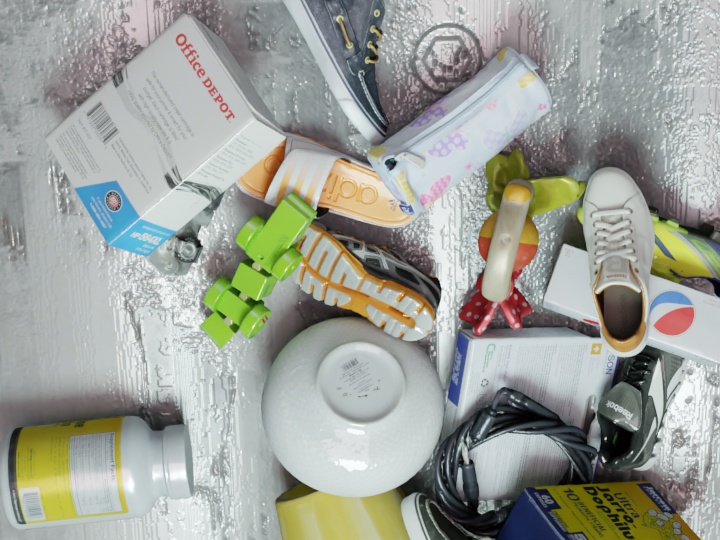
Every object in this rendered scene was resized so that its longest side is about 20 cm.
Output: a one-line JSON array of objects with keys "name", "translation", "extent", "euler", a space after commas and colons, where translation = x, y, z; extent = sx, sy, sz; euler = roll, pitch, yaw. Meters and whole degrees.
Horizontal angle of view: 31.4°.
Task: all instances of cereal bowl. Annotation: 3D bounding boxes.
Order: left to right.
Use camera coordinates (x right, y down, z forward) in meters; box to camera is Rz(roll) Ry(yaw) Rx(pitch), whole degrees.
[{"name": "cereal bowl", "translation": [-0.005, 0.135, 1.362], "extent": [0.199, 0.083, 0.201], "euler": [3, 64, -6]}]

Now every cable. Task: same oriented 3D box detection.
[{"name": "cable", "translation": [0.176, 0.227, 1.413], "extent": [0.200, 0.051, 0.164], "euler": [33, 91, -31]}]

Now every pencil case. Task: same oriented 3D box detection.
[{"name": "pencil case", "translation": [0.102, -0.146, 1.331], "extent": [0.200, 0.083, 0.091], "euler": [-37, 146, -4]}]

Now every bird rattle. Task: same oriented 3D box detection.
[{"name": "bird rattle", "translation": [0.149, -0.027, 1.351], "extent": [0.112, 0.163, 0.201], "euler": [23, 95, 11]}]

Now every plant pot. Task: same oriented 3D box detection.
[{"name": "plant pot", "translation": [-0.003, 0.318, 1.423], "extent": [0.200, 0.201, 0.190], "euler": [-23, 90, 3]}]

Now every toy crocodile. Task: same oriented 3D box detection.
[{"name": "toy crocodile", "translation": [-0.109, 0.004, 1.368], "extent": [0.067, 0.062, 0.201], "euler": [35, 111, 10]}]

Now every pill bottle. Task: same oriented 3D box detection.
[{"name": "pill bottle", "translation": [-0.287, 0.220, 1.408], "extent": [0.199, 0.112, 0.113], "euler": [-6, 106, -2]}]

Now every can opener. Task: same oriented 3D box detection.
[{"name": "can opener", "translation": [-0.177, -0.089, 1.361], "extent": [0.053, 0.067, 0.201], "euler": [22, 90, -29]}]

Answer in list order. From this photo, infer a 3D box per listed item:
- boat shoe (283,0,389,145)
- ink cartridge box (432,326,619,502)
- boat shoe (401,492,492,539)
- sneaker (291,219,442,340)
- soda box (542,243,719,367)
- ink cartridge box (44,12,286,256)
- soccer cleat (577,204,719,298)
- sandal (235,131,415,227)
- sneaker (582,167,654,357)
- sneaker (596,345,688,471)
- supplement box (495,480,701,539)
[{"name": "boat shoe", "translation": [-0.002, -0.233, 1.319], "extent": [0.091, 0.071, 0.201], "euler": [-28, 103, 9]}, {"name": "ink cartridge box", "translation": [0.188, 0.162, 1.448], "extent": [0.199, 0.043, 0.197], "euler": [1, 107, -26]}, {"name": "boat shoe", "translation": [0.121, 0.312, 1.354], "extent": [0.064, 0.071, 0.200], "euler": [-39, 83, 22]}, {"name": "sneaker", "translation": [0.000, 0.000, 1.389], "extent": [0.199, 0.077, 0.078], "euler": [33, 131, 5]}, {"name": "soda box", "translation": [0.301, 0.038, 1.384], "extent": [0.199, 0.064, 0.068], "euler": [20, 85, 9]}, {"name": "ink cartridge box", "translation": [-0.196, -0.134, 1.291], "extent": [0.200, 0.084, 0.146], "euler": [-38, 69, 11]}, {"name": "soccer cleat", "translation": [0.328, -0.022, 1.405], "extent": [0.199, 0.065, 0.084], "euler": [16, 104, -9]}, {"name": "sandal", "translation": [-0.032, -0.092, 1.364], "extent": [0.206, 0.059, 0.080], "euler": [13, 104, -7]}, {"name": "sneaker", "translation": [0.270, -0.014, 1.319], "extent": [0.072, 0.085, 0.201], "euler": [-8, 80, 12]}, {"name": "sneaker", "translation": [0.310, 0.139, 1.431], "extent": [0.090, 0.066, 0.201], "euler": [-8, 114, -47]}, {"name": "supplement box", "translation": [0.261, 0.312, 1.421], "extent": [0.199, 0.109, 0.110], "euler": [4, 122, -35]}]
